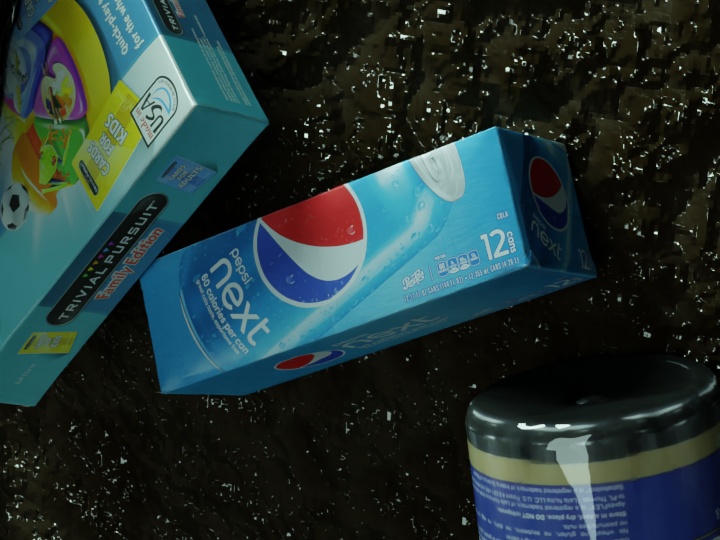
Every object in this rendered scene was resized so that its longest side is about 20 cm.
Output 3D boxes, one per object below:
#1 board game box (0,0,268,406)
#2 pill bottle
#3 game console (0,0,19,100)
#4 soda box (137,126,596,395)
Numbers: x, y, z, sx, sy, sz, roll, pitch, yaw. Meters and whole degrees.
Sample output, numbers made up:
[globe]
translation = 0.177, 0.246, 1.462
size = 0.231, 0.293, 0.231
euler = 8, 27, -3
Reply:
[board game box]
translation = -0.143, -0.059, 0.960
size = 0.200, 0.047, 0.152
euler = -48, 53, 28
[pill bottle]
translation = 0.110, 0.146, 0.880
size = 0.111, 0.112, 0.202
euler = -2, 103, 28
[game console]
translation = -0.220, -0.115, 0.931
size = 0.175, 0.116, 0.202
euler = 13, 91, 43
[soda box]
translation = 0.000, 0.000, 0.917
size = 0.199, 0.068, 0.065
euler = -21, 75, 30
